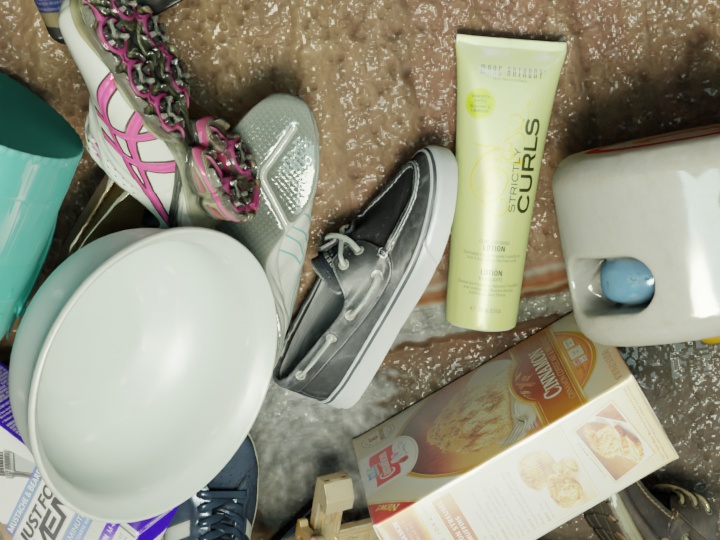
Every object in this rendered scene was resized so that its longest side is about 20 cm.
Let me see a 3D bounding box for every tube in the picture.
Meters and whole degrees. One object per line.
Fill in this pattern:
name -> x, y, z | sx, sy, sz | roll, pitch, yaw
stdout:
tube -> 0.092, -0.060, 1.685 | 0.058, 0.052, 0.202 | -8, 109, -47

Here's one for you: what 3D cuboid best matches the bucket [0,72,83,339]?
bucket -> -0.282, -0.060, 1.565 | 0.206, 0.207, 0.135 | 27, 104, -14

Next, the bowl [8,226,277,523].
bowl -> -0.156, 0.054, 1.586 | 0.200, 0.090, 0.203 | -22, 123, -38

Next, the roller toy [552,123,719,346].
roller toy -> 0.225, -0.021, 1.632 | 0.181, 0.200, 0.141 | -9, 95, 13

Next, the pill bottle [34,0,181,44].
pill bottle -> -0.184, -0.254, 1.553 | 0.111, 0.112, 0.201 | -22, 109, 1

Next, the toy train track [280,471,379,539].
toy train track -> -0.027, 0.236, 1.740 | 0.114, 0.033, 0.201 | -11, 124, -33

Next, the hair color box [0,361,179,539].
hair color box -> -0.230, 0.145, 1.654 | 0.199, 0.065, 0.110 | 36, 121, 13

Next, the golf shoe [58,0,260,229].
golf shoe -> -0.144, -0.093, 1.544 | 0.091, 0.073, 0.200 | -13, 131, 23

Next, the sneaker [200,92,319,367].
sneaker -> -0.067, -0.029, 1.660 | 0.070, 0.080, 0.202 | 14, 111, 5

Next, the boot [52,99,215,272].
boot -> -0.155, -0.024, 1.650 | 0.075, 0.074, 0.201 | 26, 102, -2

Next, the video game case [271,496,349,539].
video game case -> -0.009, 0.276, 1.802 | 0.200, 0.019, 0.143 | 42, 100, -16

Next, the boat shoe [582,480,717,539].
boat shoe -> 0.215, 0.185, 1.767 | 0.073, 0.074, 0.200 | -41, 127, -11

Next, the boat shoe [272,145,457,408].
boat shoe -> 0.000, 0.000, 1.680 | 0.067, 0.072, 0.201 | 18, 113, -26

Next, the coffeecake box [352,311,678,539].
coffeecake box -> 0.102, 0.123, 1.690 | 0.199, 0.154, 0.073 | -31, 109, 4

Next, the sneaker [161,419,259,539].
sneaker -> -0.098, 0.202, 1.662 | 0.074, 0.084, 0.202 | 1, 108, -25
